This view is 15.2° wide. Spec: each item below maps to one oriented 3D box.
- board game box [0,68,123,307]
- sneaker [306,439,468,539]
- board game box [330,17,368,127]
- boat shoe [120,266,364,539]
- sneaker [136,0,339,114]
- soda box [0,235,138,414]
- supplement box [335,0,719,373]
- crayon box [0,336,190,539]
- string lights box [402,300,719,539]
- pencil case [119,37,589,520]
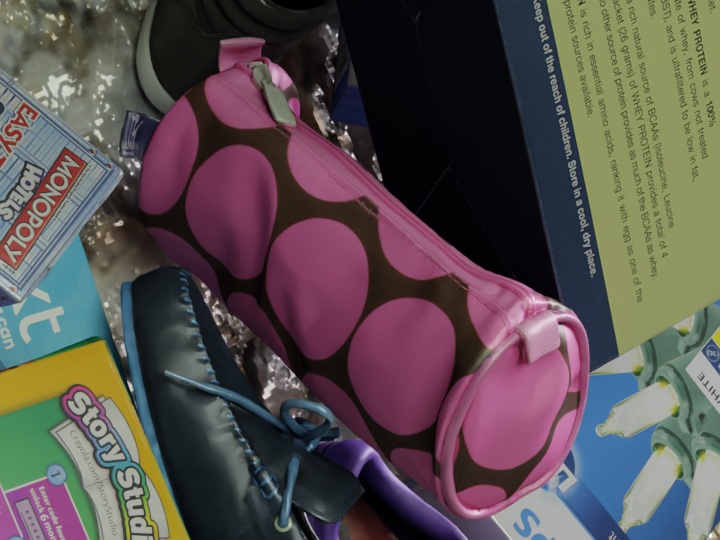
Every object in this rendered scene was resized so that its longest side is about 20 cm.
[{"bbox_3d":[-0.179,-0.037,0.840,0.199,0.200,0.062,32,57,5],"label":"board game box"},{"bbox_3d":[0.028,0.151,1.045,0.200,0.083,0.081,52,54,-12],"label":"sneaker"},{"bbox_3d":[0.095,-0.143,1.167,0.198,0.043,0.201,11,69,-10],"label":"board game box"},{"bbox_3d":[-0.028,0.089,0.982,0.068,0.084,0.201,-21,96,7],"label":"boat shoe"},{"bbox_3d":[-0.031,-0.161,1.085,0.070,0.099,0.201,22,63,-26],"label":"sneaker"},{"bbox_3d":[-0.124,0.057,0.976,0.068,0.064,0.201,-17,86,-37],"label":"soda box"},{"bbox_3d":[0.108,-0.108,1.013,0.199,0.134,0.201,-28,126,-18],"label":"supplement box"},{"bbox_3d":[-0.104,0.134,0.876,0.118,0.058,0.201,-17,79,-38],"label":"crayon box"},{"bbox_3d":[0.109,0.068,1.141,0.103,0.059,0.200,50,54,-9],"label":"string lights box"},{"bbox_3d":[0.000,0.000,0.993,0.090,0.094,0.200,-7,37,-46],"label":"pencil case"}]
